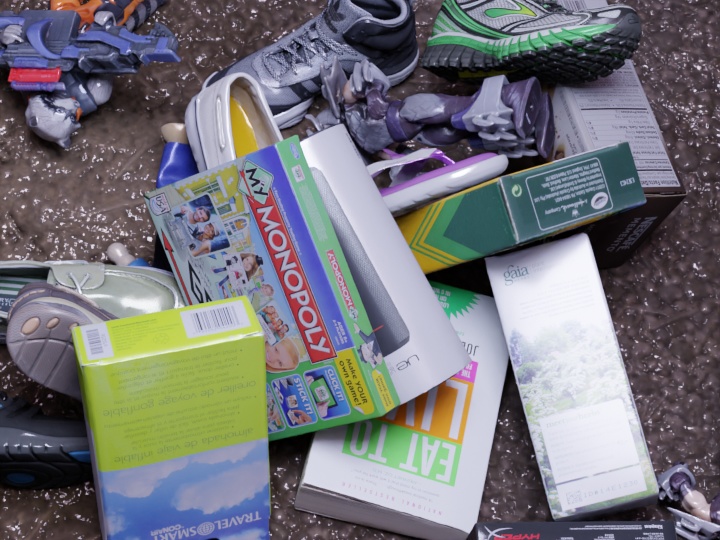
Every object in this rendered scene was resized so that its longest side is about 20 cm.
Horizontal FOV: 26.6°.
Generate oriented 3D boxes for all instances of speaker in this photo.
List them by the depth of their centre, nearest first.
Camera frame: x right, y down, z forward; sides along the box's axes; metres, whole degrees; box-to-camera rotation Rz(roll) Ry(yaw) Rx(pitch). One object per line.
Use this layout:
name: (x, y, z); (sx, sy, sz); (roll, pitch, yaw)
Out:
speaker: (0.000, 0.000, 1.096); (0.081, 0.081, 0.200); (-28, 90, -22)

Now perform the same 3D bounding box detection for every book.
book: (0.038, 0.099, 1.155); (0.133, 0.048, 0.200); (15, 57, -2)

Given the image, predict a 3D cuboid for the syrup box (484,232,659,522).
syrup box: (0.155, 0.081, 1.125); (0.079, 0.081, 0.200); (-15, 75, 6)

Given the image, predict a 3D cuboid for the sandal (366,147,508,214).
sandal: (0.017, -0.066, 1.159); (0.082, 0.202, 0.050); (-23, 95, -54)

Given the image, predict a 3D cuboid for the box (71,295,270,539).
box: (-0.125, 0.116, 1.045); (0.122, 0.200, 0.048); (-10, 40, -14)

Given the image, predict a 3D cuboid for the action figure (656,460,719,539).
action figure: (0.295, 0.151, 1.152); (0.130, 0.069, 0.200); (22, 64, -4)

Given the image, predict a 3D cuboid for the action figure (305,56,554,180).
action figure: (0.046, -0.117, 1.192); (0.200, 0.130, 0.070); (-1, 62, 25)

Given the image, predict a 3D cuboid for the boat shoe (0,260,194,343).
boat shoe: (-0.217, 0.027, 1.121); (0.199, 0.062, 0.072); (0, 72, 5)

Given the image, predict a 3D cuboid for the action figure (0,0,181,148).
action figure: (-0.206, -0.182, 1.238); (0.200, 0.105, 0.194); (12, 62, 27)

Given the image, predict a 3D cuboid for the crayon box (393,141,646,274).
crayon box: (0.103, -0.040, 1.156); (0.126, 0.200, 0.052); (-17, 90, -31)

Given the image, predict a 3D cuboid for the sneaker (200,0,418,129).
sneaker: (-0.038, -0.187, 1.256); (0.200, 0.114, 0.076); (-20, 66, -18)

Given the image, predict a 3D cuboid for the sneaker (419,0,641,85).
sneaker: (0.128, -0.192, 1.172); (0.078, 0.200, 0.085); (15, 84, -46)

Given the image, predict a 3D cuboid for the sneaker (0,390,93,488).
sneaker: (-0.268, 0.106, 1.084); (0.199, 0.073, 0.082); (5, 58, -7)

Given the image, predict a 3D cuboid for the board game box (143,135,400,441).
board game box: (-0.064, 0.019, 1.078); (0.029, 0.134, 0.200); (-28, 99, -51)

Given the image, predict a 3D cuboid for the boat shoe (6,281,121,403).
boat shoe: (-0.166, 0.069, 1.078); (0.074, 0.200, 0.073); (-38, 35, 10)

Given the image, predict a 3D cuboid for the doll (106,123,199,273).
doll: (-0.129, -0.015, 1.186); (0.136, 0.048, 0.200); (2, 67, -12)

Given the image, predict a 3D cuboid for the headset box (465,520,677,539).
headset box: (0.152, 0.279, 1.051); (0.148, 0.075, 0.200); (0, 61, -8)

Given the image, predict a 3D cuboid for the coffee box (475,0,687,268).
coffee box: (0.175, -0.114, 1.244); (0.080, 0.113, 0.200); (-3, 62, -26)

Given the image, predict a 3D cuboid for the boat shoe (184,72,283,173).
boat shoe: (-0.073, -0.055, 1.159); (0.071, 0.070, 0.200); (-10, 78, -38)
